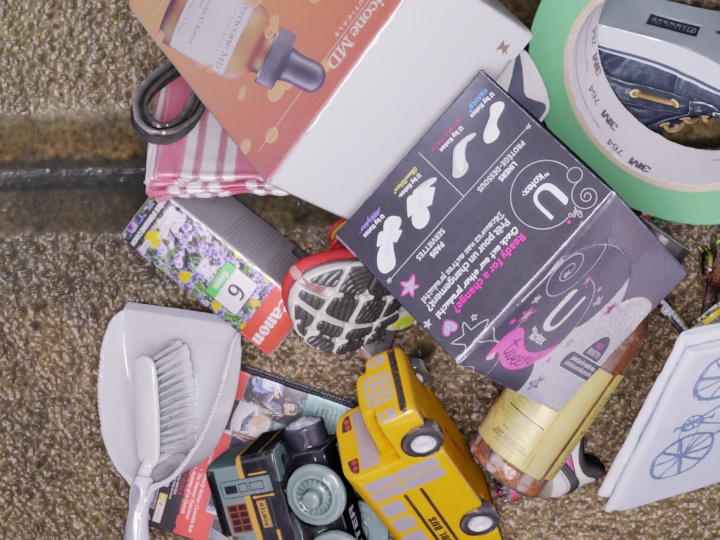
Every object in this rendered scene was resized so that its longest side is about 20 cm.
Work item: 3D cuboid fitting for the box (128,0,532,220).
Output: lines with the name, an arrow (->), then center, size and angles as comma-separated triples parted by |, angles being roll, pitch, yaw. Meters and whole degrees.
box -> -0.024, -0.150, 0.881 | 0.153, 0.106, 0.200 | -52, 50, 15

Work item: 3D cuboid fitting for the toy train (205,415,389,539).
toy train -> -0.040, 0.207, 1.093 | 0.113, 0.085, 0.202 | -11, 101, 21

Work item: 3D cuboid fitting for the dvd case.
dvd case -> -0.067, 0.154, 1.134 | 0.198, 0.022, 0.147 | 17, 102, 5

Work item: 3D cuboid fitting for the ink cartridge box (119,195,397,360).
ink cartridge box -> -0.069, 0.011, 1.062 | 0.199, 0.109, 0.050 | 39, 104, -1

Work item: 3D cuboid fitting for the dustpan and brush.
dustpan and brush -> -0.151, 0.131, 1.083 | 0.139, 0.057, 0.202 | 6, 98, 41

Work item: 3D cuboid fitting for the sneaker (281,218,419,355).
sneaker -> 0.000, 0.000, 1.016 | 0.085, 0.199, 0.077 | 44, 115, 22

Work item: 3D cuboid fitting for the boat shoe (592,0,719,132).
boat shoe -> 0.224, -0.126, 1.003 | 0.199, 0.071, 0.091 | 23, 139, 17

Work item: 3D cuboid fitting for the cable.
cable -> -0.088, -0.168, 1.018 | 0.199, 0.050, 0.097 | -36, 84, -31

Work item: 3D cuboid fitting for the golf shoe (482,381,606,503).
golf shoe -> 0.132, 0.068, 1.072 | 0.091, 0.073, 0.202 | -8, 108, -4

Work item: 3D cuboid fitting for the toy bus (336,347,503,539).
toy bus -> 0.043, 0.143, 1.043 | 0.078, 0.065, 0.200 | -23, 134, 12

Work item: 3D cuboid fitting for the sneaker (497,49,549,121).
sneaker -> 0.020, -0.152, 0.958 | 0.129, 0.079, 0.200 | -30, 94, -18

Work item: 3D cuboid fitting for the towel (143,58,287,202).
towel -> -0.045, -0.105, 1.026 | 0.198, 0.147, 0.030 | 1, 138, 2

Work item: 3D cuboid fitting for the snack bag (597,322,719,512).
snack bag -> 0.269, 0.084, 0.986 | 0.198, 0.022, 0.190 | -11, 142, -20

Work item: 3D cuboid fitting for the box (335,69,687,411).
box -> 0.098, -0.007, 0.889 | 0.132, 0.200, 0.115 | -48, 63, 6

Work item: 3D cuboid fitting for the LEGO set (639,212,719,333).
LEGO set -> 0.265, -0.011, 1.011 | 0.199, 0.116, 0.155 | -31, 95, 11

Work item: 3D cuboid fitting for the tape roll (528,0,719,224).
tape roll -> 0.205, -0.125, 0.928 | 0.199, 0.048, 0.202 | 20, 133, 23

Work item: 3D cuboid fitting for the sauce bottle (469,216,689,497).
sauce bottle -> 0.151, 0.058, 1.000 | 0.066, 0.066, 0.201 | 34, 99, 0
